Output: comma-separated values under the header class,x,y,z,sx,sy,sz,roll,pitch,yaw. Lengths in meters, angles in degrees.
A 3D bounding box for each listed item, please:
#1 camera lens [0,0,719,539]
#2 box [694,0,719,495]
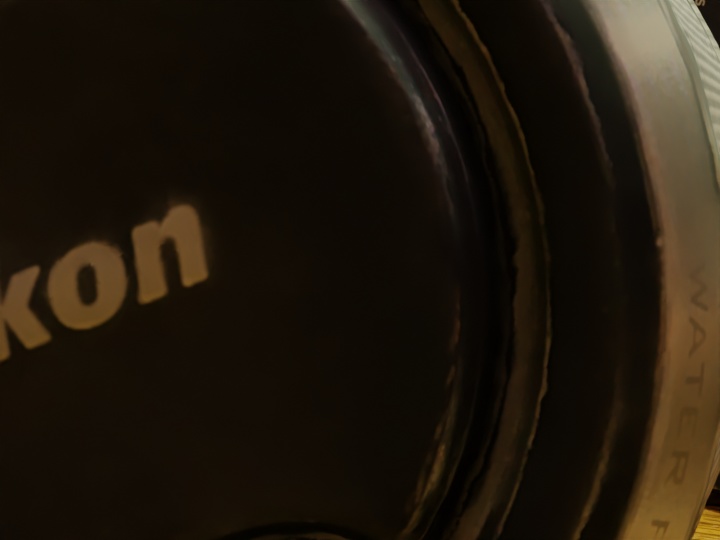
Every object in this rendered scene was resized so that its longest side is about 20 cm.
class,x,y,z,sx,sy,sz,roll,pitch,yaw
camera lens,-0.021,0.000,0.411,0.159,0.161,0.200,11,4,9
box,0.127,-0.030,0.930,0.196,0.201,0.124,13,4,35
